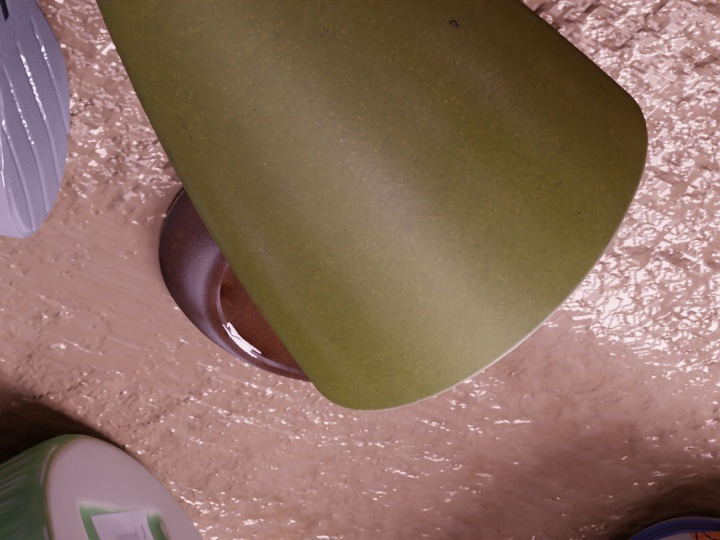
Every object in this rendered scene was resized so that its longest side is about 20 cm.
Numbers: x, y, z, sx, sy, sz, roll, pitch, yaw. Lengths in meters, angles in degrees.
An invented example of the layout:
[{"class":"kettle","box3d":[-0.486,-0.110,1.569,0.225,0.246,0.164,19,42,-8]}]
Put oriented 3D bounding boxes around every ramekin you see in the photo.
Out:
[{"class":"ramekin","box3d":[-0.149,0.185,1.339,0.097,0.201,0.200,-32,135,18]}]

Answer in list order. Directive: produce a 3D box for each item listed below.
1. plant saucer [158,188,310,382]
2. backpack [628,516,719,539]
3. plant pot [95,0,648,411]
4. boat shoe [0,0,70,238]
[{"class":"plant saucer","box3d":[0.000,0.000,1.250,0.199,0.032,0.201,-3,143,-3]},{"class":"backpack","box3d":[0.213,0.232,1.471,0.199,0.155,0.190,10,148,-28]},{"class":"plant pot","box3d":[-0.012,-0.076,1.051,0.187,0.188,0.200,-29,121,27]},{"class":"boat shoe","box3d":[-0.173,-0.094,1.095,0.062,0.072,0.200,13,141,17]}]
